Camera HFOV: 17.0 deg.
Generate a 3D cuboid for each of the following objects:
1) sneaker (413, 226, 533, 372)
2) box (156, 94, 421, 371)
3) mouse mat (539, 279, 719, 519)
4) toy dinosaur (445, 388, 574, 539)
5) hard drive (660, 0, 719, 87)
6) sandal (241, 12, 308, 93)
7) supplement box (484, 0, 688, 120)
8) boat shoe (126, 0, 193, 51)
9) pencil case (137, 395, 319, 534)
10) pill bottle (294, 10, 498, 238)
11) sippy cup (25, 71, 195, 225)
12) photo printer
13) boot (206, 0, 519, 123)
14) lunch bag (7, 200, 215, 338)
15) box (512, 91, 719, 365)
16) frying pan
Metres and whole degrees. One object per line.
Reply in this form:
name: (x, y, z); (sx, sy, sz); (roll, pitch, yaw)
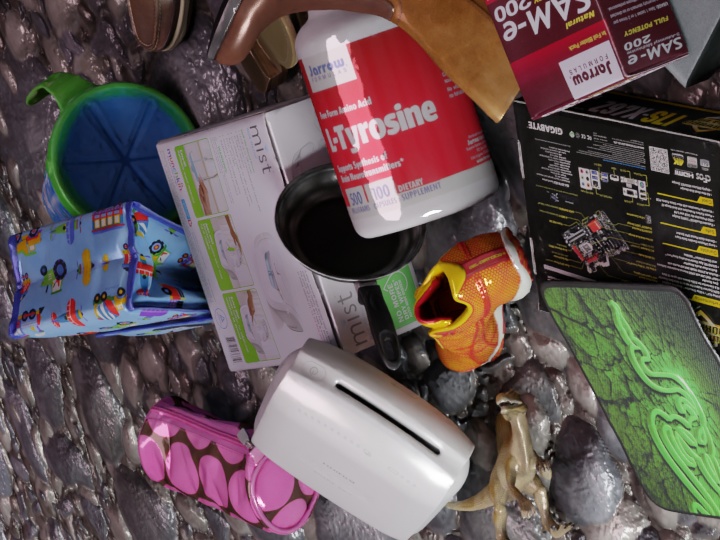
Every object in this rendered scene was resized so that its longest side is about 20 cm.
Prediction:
sneaker: (0.069, 0.023, 1.767); (0.200, 0.077, 0.073); (101, 149, -65)
box: (-0.057, -0.031, 1.919); (0.176, 0.096, 0.201); (-12, 98, 56)
mouse mat: (0.209, 0.091, 1.638); (0.161, 0.008, 0.201); (1, 126, 58)
toy dinosaur: (0.117, 0.161, 1.836); (0.200, 0.058, 0.101); (106, 149, -56)
hard drive: (0.178, -0.234, 1.532); (0.200, 0.033, 0.140); (51, 143, 24)
sandal: (-0.051, -0.195, 1.854); (0.078, 0.069, 0.212); (58, 169, 3)
supplement box: (0.122, -0.209, 1.540); (0.109, 0.061, 0.201); (-22, 91, 56)
boat shoe: (-0.187, -0.271, 1.987); (0.075, 0.075, 0.203); (30, 131, 43)
pencil case: (-0.120, 0.165, 2.128); (0.200, 0.091, 0.094); (11, 152, 50)
pill bottle: (0.019, -0.134, 1.740); (0.112, 0.112, 0.201); (-12, 98, 56)
sippy cup: (-0.218, -0.082, 2.099); (0.130, 0.139, 0.179); (149, 118, -66)
photo printer: (0.001, 0.130, 1.856); (0.166, 0.070, 0.200); (33, 162, 1)
boot: (0.018, -0.168, 1.620); (0.200, 0.189, 0.068); (38, 175, -9)
lunch bag: (-0.174, 0.015, 2.036); (0.150, 0.200, 0.095); (-13, 72, 39)
box: (0.191, -0.033, 1.612); (0.200, 0.049, 0.160); (16, 123, 50)
frying pan: (0.013, -0.008, 1.782); (0.190, 0.115, 0.031); (50, 151, 28)
